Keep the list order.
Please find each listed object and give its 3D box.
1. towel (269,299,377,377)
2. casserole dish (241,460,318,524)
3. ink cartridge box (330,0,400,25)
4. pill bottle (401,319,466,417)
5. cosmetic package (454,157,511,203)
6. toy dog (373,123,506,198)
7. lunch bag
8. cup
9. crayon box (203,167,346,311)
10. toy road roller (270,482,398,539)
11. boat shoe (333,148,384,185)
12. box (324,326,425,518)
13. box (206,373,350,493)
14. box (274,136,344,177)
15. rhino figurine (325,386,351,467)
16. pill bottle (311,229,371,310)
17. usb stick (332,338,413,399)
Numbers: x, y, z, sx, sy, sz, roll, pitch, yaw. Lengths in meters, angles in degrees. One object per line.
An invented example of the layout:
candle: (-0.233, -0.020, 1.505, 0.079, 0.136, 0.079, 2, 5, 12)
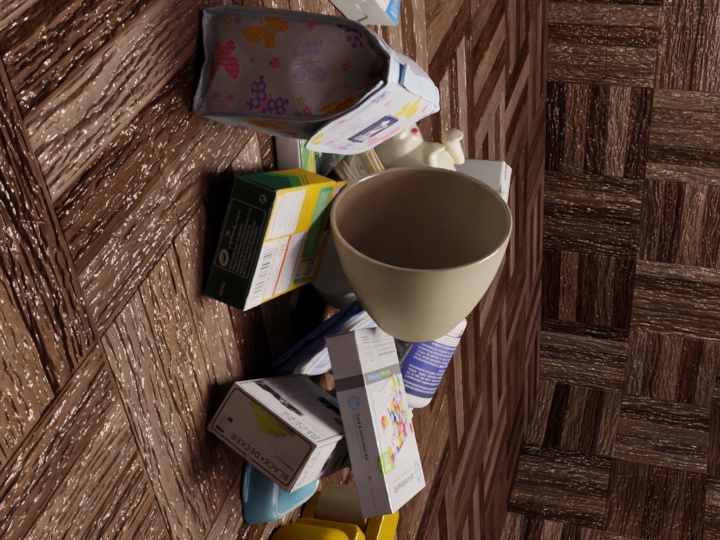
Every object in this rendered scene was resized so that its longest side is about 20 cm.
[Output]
towel: (-0.022, 0.088, 1.224, 0.024, 0.147, 0.200, 55, 13, 15)
casserole dish: (-0.090, 0.244, 1.201, 0.200, 0.038, 0.122, -1, 97, -72)
ink cartridge box: (0.016, -0.424, 1.217, 0.116, 0.067, 0.202, 14, 84, -73)
pill bottle: (0.069, 0.141, 1.478, 0.201, 0.119, 0.120, -66, 164, 7)
cosmetic package: (0.118, -0.117, 1.445, 0.074, 0.198, 0.103, 9, 89, -73)
toy dog: (0.075, -0.127, 1.347, 0.201, 0.194, 0.139, 52, 52, -6)
lunch bag: (-0.036, -0.178, 0.934, 0.169, 0.198, 0.128, -9, 105, -73)
cup: (0.066, -0.005, 1.100, 0.201, 0.199, 0.144, -62, 158, -48)
crayon box: (-0.087, -0.039, 1.032, 0.200, 0.051, 0.127, -23, 132, -69)
toy road roller: (-0.044, 0.357, 1.264, 0.146, 0.122, 0.201, 61, 39, -44)
boat shoe: (0.045, -0.085, 1.247, 0.069, 0.200, 0.074, -40, 172, 8)
box: (0.019, 0.166, 1.114, 0.156, 0.041, 0.202, 5, 74, -73)
box: (-0.072, 0.175, 1.079, 0.060, 0.116, 0.200, -57, 163, 7)
box: (-0.049, -0.190, 1.157, 0.200, 0.036, 0.145, -54, 147, -54)
rhino figurine: (-0.010, 0.220, 1.359, 0.201, 0.087, 0.060, 76, 26, -45)
pill bottle: (0.000, 0.000, 1.262, 0.200, 0.112, 0.114, 19, 79, -73)
usb stick: (0.012, 0.143, 1.302, 0.033, 0.055, 0.200, -44, -175, 45)
